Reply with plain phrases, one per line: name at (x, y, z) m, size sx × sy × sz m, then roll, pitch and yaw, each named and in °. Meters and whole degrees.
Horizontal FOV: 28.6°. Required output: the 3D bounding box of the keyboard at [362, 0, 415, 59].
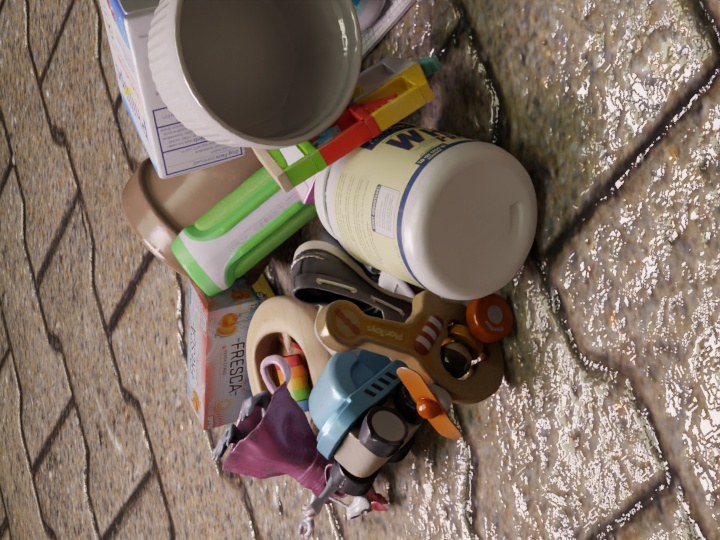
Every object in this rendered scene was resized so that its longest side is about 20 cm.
keyboard at (0.029, -0.286, 1.494) m, size 0.200 × 0.011 × 0.057 m, roll -41°, pitch 59°, yaw 52°

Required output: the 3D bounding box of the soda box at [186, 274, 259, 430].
soda box at (-0.164, 0.094, 1.671) m, size 0.201 × 0.068 × 0.064 m, roll 98°, pitch 150°, yaw -41°

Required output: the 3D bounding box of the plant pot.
plant pot at (-0.156, -0.105, 1.679) m, size 0.175 × 0.199 × 0.201 m, roll -50°, pitch 49°, yaw 24°

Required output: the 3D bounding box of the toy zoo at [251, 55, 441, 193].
toy zoo at (-0.008, -0.153, 1.376) m, size 0.021 × 0.199 × 0.131 m, roll 59°, pitch 177°, yaw -25°

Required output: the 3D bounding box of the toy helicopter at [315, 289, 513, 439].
toy helicopter at (0.048, 0.078, 1.318) m, size 0.079 × 0.199 × 0.133 m, roll -30°, pitch 50°, yaw 55°

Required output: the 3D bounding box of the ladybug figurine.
ladybug figurine at (-0.061, 0.124, 1.603) m, size 0.135 × 0.072 × 0.202 m, roll -8°, pitch 95°, yaw 40°

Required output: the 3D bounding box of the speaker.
speaker at (-0.112, -0.062, 1.571) m, size 0.200 × 0.089 × 0.089 m, roll -39°, pitch 47°, yaw 0°

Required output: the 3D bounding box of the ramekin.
ramekin at (-0.108, -0.211, 1.348) m, size 0.105 × 0.199 × 0.202 m, roll -7°, pitch 87°, yaw 58°

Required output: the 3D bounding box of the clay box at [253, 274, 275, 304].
clay box at (-0.131, 0.087, 1.758) m, size 0.200 × 0.047 × 0.115 m, roll 55°, pitch 137°, yaw 40°

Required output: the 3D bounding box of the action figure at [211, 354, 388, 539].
action figure at (-0.053, 0.205, 1.536) m, size 0.134 × 0.199 × 0.150 m, roll -34°, pitch 33°, yaw 65°

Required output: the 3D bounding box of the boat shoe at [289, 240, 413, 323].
boat shoe at (0.011, 0.052, 1.391) m, size 0.073 × 0.200 × 0.063 m, roll -41°, pitch 21°, yaw 36°

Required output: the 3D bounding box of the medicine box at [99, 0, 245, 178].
medicine box at (-0.210, -0.236, 1.540) m, size 0.182 × 0.102 × 0.201 m, roll -123°, pitch 21°, yaw -50°

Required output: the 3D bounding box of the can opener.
can opener at (0.000, 0.000, 1.515) m, size 0.200 × 0.066 × 0.054 m, roll 51°, pitch 134°, yaw 43°

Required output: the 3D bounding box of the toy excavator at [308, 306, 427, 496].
toy excavator at (-0.006, 0.104, 1.490) m, size 0.200 × 0.194 × 0.100 m, roll 43°, pitch 135°, yaw 11°

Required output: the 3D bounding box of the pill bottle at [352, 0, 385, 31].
pill bottle at (-0.074, -0.320, 1.465) m, size 0.111 × 0.199 × 0.112 m, roll -27°, pitch 58°, yaw 55°

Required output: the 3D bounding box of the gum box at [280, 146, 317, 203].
gum box at (-0.047, -0.167, 1.517) m, size 0.201 × 0.113 × 0.066 m, roll 58°, pitch 139°, yaw 31°

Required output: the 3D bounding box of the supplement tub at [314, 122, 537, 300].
supplement tub at (0.057, -0.062, 1.341) m, size 0.200 × 0.144 × 0.146 m, roll 23°, pitch 112°, yaw 55°
